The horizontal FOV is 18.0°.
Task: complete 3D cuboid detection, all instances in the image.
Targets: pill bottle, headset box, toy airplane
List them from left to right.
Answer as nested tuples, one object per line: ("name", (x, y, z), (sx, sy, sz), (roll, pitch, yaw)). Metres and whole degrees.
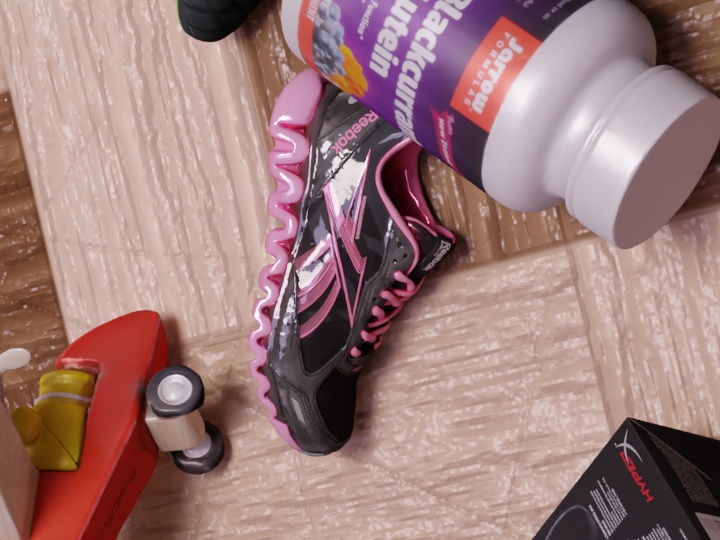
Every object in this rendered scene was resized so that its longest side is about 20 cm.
("toy airplane", (-0.176, 0.126, 1.207), (0.140, 0.199, 0.201), (19, 108, 19))
("pill bottle", (0.068, -0.098, 1.071), (0.200, 0.111, 0.112), (37, 114, 24))
("headset box", (0.123, 0.194, 1.061), (0.201, 0.075, 0.149), (-56, 40, 25))

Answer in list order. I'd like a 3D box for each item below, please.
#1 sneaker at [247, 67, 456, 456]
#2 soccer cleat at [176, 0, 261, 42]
("sneaker", (0.000, 0.000, 1.158), (0.095, 0.079, 0.202), (8, 101, 20))
("soccer cleat", (-0.029, -0.193, 1.152), (0.081, 0.067, 0.201), (40, 112, 23))
